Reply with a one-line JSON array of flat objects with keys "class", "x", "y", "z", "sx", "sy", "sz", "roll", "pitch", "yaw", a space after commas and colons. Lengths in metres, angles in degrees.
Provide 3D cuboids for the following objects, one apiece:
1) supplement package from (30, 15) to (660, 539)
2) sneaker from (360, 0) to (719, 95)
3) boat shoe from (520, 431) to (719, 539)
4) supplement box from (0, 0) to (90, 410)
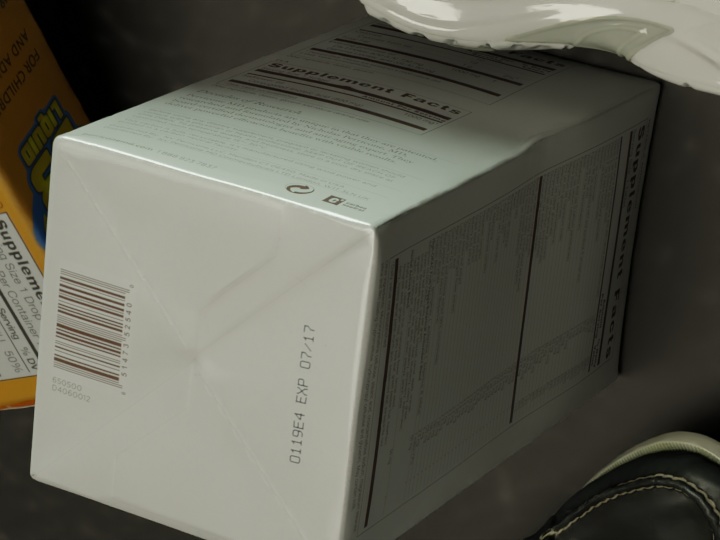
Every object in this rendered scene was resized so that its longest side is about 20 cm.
[{"class": "supplement package", "x": 0.000, "y": 0.000, "z": 0.888, "sx": 0.109, "sy": 0.200, "sz": 0.114, "roll": 17, "pitch": 112, "yaw": 25}, {"class": "sneaker", "x": 0.074, "y": -0.115, "z": 0.893, "sx": 0.199, "sy": 0.078, "sz": 0.100, "roll": 12, "pitch": 104, "yaw": 18}, {"class": "boat shoe", "x": 0.064, "y": 0.129, "z": 0.952, "sx": 0.075, "sy": 0.066, "sz": 0.199, "roll": 51, "pitch": 134, "yaw": 8}, {"class": "supplement box", "x": -0.139, "y": -0.048, "z": 0.996, "sx": 0.069, "sy": 0.067, "sz": 0.200, "roll": -7, "pitch": 125, "yaw": 28}]
